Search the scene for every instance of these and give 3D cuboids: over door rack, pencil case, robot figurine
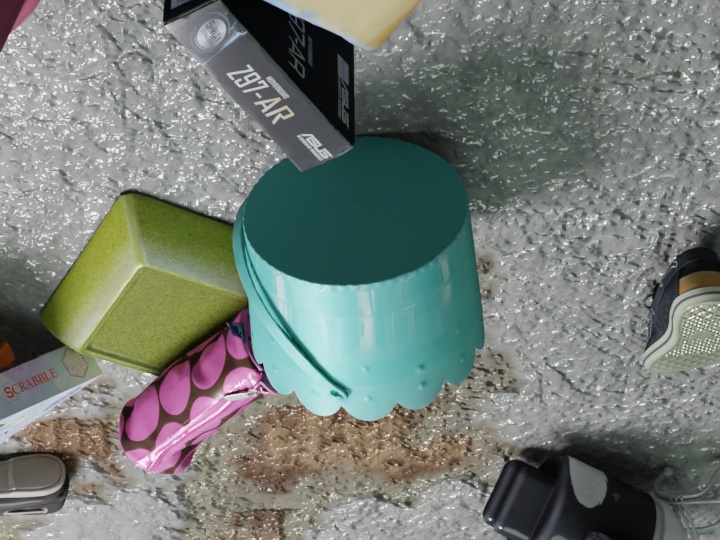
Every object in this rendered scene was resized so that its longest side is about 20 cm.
[{"bbox_3d":[0.409,0.251,1.864,0.200,0.067,0.148,4,145,28],"label":"over door rack"},{"bbox_3d":[-0.128,0.107,1.592,0.091,0.094,0.200,26,135,-28],"label":"pencil case"},{"bbox_3d":[0.222,0.260,1.823,0.200,0.150,0.125,26,128,-12],"label":"robot figurine"}]

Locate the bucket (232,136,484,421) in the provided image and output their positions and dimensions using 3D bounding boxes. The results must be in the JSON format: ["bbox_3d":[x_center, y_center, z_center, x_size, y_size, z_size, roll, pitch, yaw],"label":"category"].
[{"bbox_3d":[0.000,0.000,1.462,0.207,0.207,0.135,-4,132,3],"label":"bucket"}]

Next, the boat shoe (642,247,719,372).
[{"bbox_3d":[0.287,0.039,1.622,0.075,0.062,0.200,-6,156,-2],"label":"boat shoe"}]

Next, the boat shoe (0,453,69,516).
[{"bbox_3d":[-0.386,0.219,1.821,0.200,0.067,0.057,-1,136,-5],"label":"boat shoe"}]

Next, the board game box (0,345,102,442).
[{"bbox_3d":[-0.361,0.144,1.651,0.200,0.041,0.199,-32,176,33],"label":"board game box"}]

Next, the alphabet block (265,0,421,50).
[{"bbox_3d":[-0.015,-0.290,1.109,0.196,0.196,0.200,21,137,-28],"label":"alphabet block"}]

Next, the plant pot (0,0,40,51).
[{"bbox_3d":[-0.312,-0.185,1.238,0.200,0.179,0.200,0,141,0],"label":"plant pot"}]

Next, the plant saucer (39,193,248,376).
[{"bbox_3d":[-0.155,0.035,1.615,0.200,0.048,0.200,19,136,-23],"label":"plant saucer"}]

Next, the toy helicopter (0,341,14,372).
[{"bbox_3d":[-0.410,0.086,1.622,0.200,0.132,0.079,-11,113,39],"label":"toy helicopter"}]

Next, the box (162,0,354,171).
[{"bbox_3d":[-0.063,-0.189,1.222,0.043,0.200,0.160,-21,136,24],"label":"box"}]
